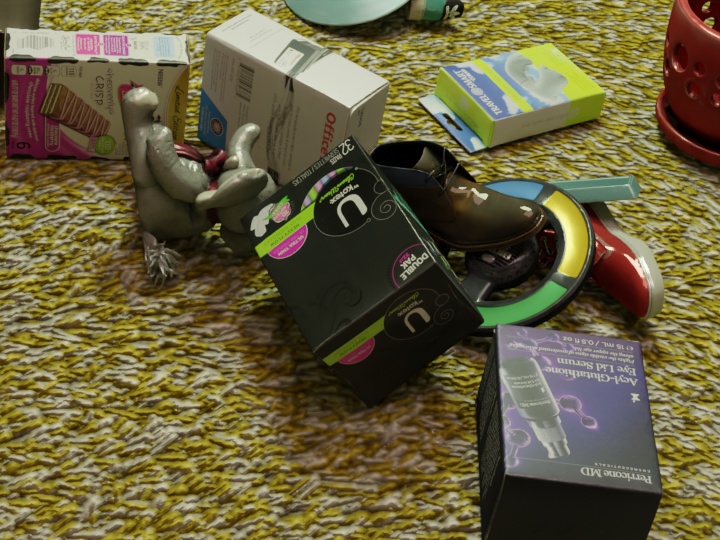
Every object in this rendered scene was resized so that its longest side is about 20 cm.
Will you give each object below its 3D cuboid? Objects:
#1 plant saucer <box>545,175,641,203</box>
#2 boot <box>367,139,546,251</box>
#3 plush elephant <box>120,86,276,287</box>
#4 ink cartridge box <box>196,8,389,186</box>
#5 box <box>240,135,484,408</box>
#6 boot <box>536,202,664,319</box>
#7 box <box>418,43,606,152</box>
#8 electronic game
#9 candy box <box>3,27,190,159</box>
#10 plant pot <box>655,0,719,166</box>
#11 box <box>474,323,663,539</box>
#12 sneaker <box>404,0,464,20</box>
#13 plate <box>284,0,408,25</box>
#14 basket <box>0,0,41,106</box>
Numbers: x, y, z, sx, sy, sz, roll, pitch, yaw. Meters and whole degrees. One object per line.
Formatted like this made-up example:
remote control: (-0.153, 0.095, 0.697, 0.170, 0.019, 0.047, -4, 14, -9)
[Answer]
plant saucer: (0.208, -0.085, 1.749, 0.198, 0.019, 0.070, -3, 13, 14)
boot: (0.092, -0.079, 1.641, 0.199, 0.097, 0.075, 7, 53, 35)
plush elephant: (-0.156, -0.092, 1.644, 0.153, 0.165, 0.202, -9, 71, -2)
ink cartridge box: (-0.077, -0.178, 1.765, 0.199, 0.145, 0.084, 30, 43, 21)
box: (0.000, 0.000, 1.548, 0.148, 0.124, 0.201, -36, 49, 6)
boot: (0.225, -0.007, 1.695, 0.143, 0.073, 0.200, -9, 36, -20)
box: (0.186, -0.214, 1.940, 0.199, 0.048, 0.122, -16, 47, -29)
electronic game: (0.147, -0.016, 1.654, 0.198, 0.042, 0.201, -11, 51, 13)
candy box: (-0.291, -0.192, 1.743, 0.198, 0.137, 0.061, -1, 43, -12)
plant pot: (0.458, -0.240, 1.923, 0.198, 0.184, 0.201, 6, 41, -5)
box: (0.188, 0.159, 1.464, 0.146, 0.105, 0.201, 7, 40, -5)
sneaker: (0.100, -0.400, 2.124, 0.079, 0.072, 0.201, 7, 47, -7)
plate: (-0.009, -0.395, 2.072, 0.198, 0.026, 0.201, -8, 48, 9)
basket: (-0.442, -0.293, 1.836, 0.179, 0.137, 0.201, -8, 47, -14)
